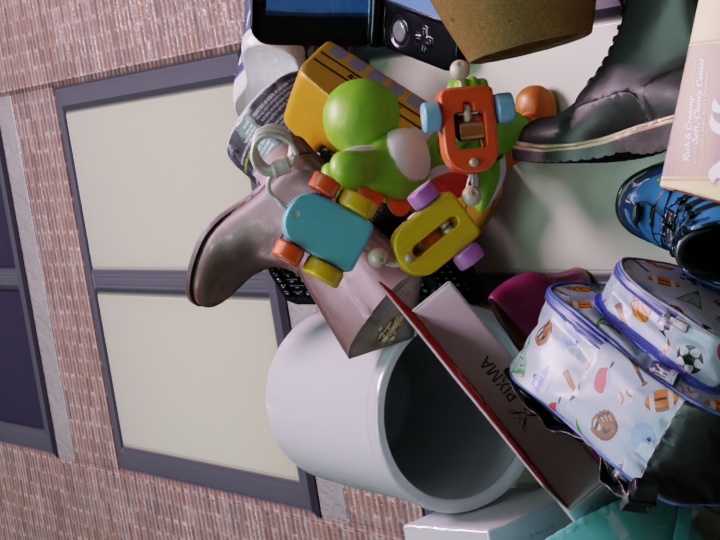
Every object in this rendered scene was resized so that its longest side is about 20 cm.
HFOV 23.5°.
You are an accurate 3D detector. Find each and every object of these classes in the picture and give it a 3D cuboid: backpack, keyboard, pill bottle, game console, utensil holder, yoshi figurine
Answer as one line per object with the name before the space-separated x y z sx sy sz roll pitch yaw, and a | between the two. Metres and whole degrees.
backpack | 0.205 0.075 1.204 0.190 0.199 0.155 28 99 39
keyboard | 0.000 0.000 1.468 0.198 0.040 0.105 -2 130 30
pill bottle | -0.016 -0.076 1.530 0.200 0.106 0.107 43 137 14
game console | 0.001 -0.275 1.446 0.172 0.118 0.202 29 125 49
utensil holder | 0.032 0.114 1.494 0.199 0.169 0.172 -1 100 59
yoshi figurine | 0.051 -0.115 1.353 0.112 0.199 0.113 44 136 40

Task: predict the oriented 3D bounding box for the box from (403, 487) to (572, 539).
box | 0.123 0.294 1.438 0.097 0.124 0.202 -4 96 43

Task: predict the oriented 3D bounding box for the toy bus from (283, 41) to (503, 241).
toy bus | 0.031 -0.106 1.453 0.199 0.078 0.065 33 135 9

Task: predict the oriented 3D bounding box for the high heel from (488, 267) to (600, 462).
high heel | 0.154 0.100 1.367 0.067 0.095 0.202 4 104 55

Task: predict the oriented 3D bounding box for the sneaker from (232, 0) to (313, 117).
sneaker | -0.072 -0.233 1.630 0.200 0.080 0.148 96 -177 -70

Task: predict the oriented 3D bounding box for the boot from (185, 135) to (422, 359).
boot | -0.047 0.017 1.423 0.200 0.064 0.187 50 119 30

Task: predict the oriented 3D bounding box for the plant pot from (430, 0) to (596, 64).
plant pot | 0.101 -0.257 1.244 0.186 0.185 0.202 -11 93 57

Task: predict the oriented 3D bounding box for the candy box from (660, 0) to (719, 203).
candy box | 0.269 -0.138 1.109 0.115 0.055 0.202 21 103 52

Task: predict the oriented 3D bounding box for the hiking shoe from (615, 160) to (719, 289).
hiking shoe | 0.240 -0.033 1.201 0.199 0.086 0.075 20 116 52

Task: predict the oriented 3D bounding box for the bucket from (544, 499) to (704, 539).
bucket | 0.191 0.264 1.281 0.135 0.206 0.208 61 143 21

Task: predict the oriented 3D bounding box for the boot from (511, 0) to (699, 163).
boot | 0.190 -0.151 1.263 0.199 0.077 0.140 -6 91 46

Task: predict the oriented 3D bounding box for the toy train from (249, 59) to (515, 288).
toy train | 0.020 -0.066 1.273 0.056 0.198 0.152 -177 76 -82

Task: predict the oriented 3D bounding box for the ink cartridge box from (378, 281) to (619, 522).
ink cartridge box | 0.107 0.092 1.275 0.200 0.045 0.176 51 180 25
